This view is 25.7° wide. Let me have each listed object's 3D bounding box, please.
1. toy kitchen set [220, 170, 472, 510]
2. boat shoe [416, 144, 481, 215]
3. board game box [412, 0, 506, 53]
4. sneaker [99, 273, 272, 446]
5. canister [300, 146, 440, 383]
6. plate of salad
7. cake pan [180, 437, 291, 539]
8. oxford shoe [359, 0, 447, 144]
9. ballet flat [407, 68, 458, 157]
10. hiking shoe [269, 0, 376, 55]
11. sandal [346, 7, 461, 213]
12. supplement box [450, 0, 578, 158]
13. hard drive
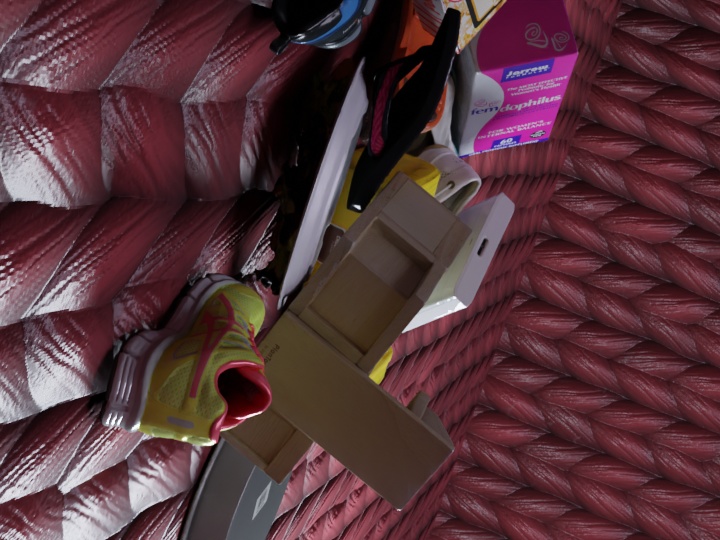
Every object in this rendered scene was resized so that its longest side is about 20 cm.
[{"bbox_3d":[0.016,0.069,1.250,0.201,0.163,0.181,-51,180,25],"label":"toy kitchen set"},{"bbox_3d":[0.042,-0.022,1.490,0.201,0.069,0.071,-57,144,6],"label":"boat shoe"},{"bbox_3d":[0.112,-0.289,1.226,0.200,0.046,0.152,-47,152,-9],"label":"board game box"},{"bbox_3d":[-0.095,0.067,1.042,0.200,0.089,0.079,-50,156,-64],"label":"sneaker"},{"bbox_3d":[0.000,0.000,1.395,0.148,0.086,0.202,-34,142,-72],"label":"canister"},{"bbox_3d":[-0.038,-0.067,1.183,0.200,0.047,0.202,-160,-90,-89],"label":"plate of salad"},{"bbox_3d":[-0.102,0.196,1.378,0.200,0.036,0.203,21,89,-79],"label":"cake pan"},{"bbox_3d":[0.037,-0.191,1.326,0.072,0.071,0.202,-23,-142,41],"label":"oxford shoe"},{"bbox_3d":[0.057,-0.127,1.525,0.201,0.069,0.070,85,28,-57],"label":"ballet flat"},{"bbox_3d":[-0.001,-0.231,0.991,0.087,0.074,0.202,-41,150,-69],"label":"hiking shoe"},{"bbox_3d":[0.021,-0.121,1.204,0.201,0.045,0.076,-56,-164,43],"label":"sandal"},{"bbox_3d":[0.135,-0.198,1.503,0.200,0.100,0.105,93,-15,-70],"label":"supplement box"},{"bbox_3d":[0.058,0.006,1.545,0.199,0.026,0.133,-24,-149,50],"label":"hard drive"}]
